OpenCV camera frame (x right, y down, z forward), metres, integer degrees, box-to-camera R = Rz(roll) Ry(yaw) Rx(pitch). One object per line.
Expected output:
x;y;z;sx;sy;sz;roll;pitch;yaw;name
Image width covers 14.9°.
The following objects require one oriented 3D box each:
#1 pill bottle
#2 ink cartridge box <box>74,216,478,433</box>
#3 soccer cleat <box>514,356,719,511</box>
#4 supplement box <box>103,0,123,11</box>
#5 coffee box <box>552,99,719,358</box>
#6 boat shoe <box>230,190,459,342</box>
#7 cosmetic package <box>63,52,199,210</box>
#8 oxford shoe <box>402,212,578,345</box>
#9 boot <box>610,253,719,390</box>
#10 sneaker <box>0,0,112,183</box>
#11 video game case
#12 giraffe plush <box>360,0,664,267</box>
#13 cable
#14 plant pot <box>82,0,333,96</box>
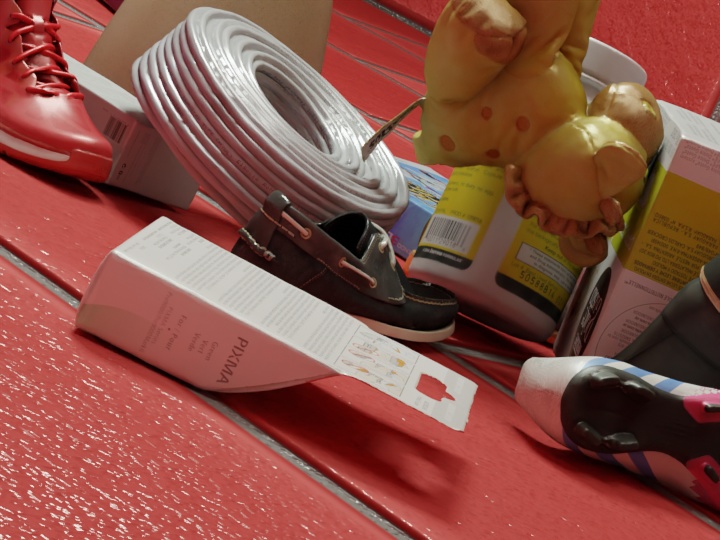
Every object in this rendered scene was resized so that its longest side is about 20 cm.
0.121;-0.061;1.900;0.111;0.201;0.111;25;-6;3;pill bottle
-0.040;0.043;1.434;0.199;0.050;0.161;29;9;1;ink cartridge box
0.181;0.093;1.659;0.199;0.070;0.086;23;-1;-31;soccer cleat
-0.180;-0.274;2.740;0.110;0.086;0.200;21;10;-28;supplement box
0.256;0.024;1.841;0.199;0.199;0.200;23;10;-2;coffee box
0.000;0.000;1.712;0.072;0.068;0.200;29;8;41;boat shoe
-0.193;-0.108;1.851;0.200;0.051;0.082;33;11;39;cosmetic package
0.131;0.008;1.998;0.199;0.073;0.071;21;9;-27;oxford shoe
0.244;0.098;1.728;0.200;0.138;0.077;49;22;-5;boot
-0.214;-0.140;1.771;0.200;0.116;0.078;32;11;37;sneaker
0.052;-0.043;2.171;0.181;0.046;0.200;14;15;-48;video game case
0.125;-0.097;1.772;0.162;0.200;0.173;40;0;16;giraffe plush
-0.057;-0.085;1.797;0.200;0.069;0.200;20;32;-55;cable
-0.098;-0.184;2.072;0.187;0.201;0.187;24;9;-4;plant pot
